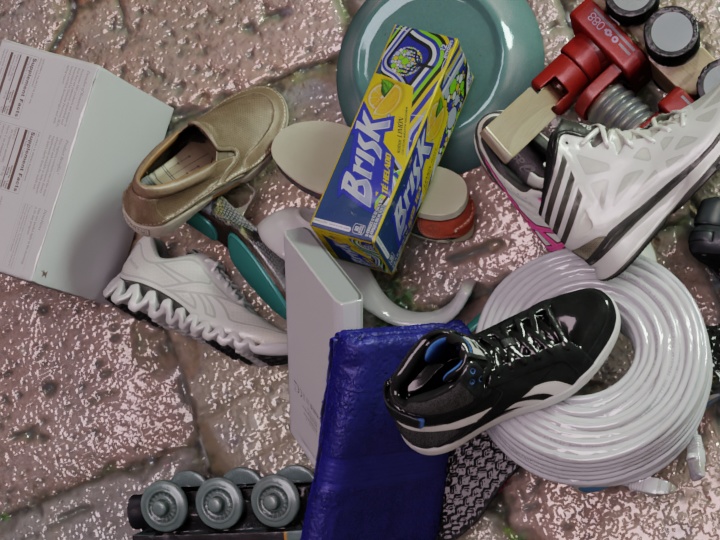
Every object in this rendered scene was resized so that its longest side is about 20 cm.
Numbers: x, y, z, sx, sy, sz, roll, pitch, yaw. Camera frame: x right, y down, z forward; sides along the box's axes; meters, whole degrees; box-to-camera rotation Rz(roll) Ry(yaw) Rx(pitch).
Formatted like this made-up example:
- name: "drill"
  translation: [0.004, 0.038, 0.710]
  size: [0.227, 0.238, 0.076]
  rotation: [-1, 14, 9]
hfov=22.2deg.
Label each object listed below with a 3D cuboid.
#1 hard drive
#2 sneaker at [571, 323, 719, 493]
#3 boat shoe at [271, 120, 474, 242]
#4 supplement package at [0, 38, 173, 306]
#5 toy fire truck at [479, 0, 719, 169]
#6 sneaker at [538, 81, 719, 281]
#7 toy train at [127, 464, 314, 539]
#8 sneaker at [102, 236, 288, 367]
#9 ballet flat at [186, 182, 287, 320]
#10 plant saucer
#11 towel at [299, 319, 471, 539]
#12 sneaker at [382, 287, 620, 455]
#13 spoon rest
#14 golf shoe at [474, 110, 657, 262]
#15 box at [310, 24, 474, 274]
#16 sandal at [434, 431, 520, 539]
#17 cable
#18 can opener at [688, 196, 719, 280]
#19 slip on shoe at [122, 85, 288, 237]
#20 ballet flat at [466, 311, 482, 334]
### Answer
- name: "hard drive"
  translation: [-0.031, 0.082, 1.559]
  size: [0.026, 0.202, 0.132]
  rotation: [-11, 32, -19]
- name: "sneaker"
  translation: [0.248, 0.114, 1.538]
  size: [0.199, 0.073, 0.072]
  rotation: [-34, 61, -4]
- name: "boat shoe"
  translation: [0.011, -0.076, 1.645]
  size: [0.198, 0.063, 0.072]
  rotation: [19, 70, 21]
- name: "supplement package"
  translation: [-0.278, -0.086, 1.695]
  size: [0.110, 0.156, 0.202]
  rotation: [17, 87, 22]
- name: "toy fire truck"
  translation: [0.210, -0.133, 1.537]
  size: [0.200, 0.129, 0.176]
  rotation: [-42, 72, 1]
- name: "sneaker"
  translation: [0.218, -0.101, 1.450]
  size: [0.115, 0.076, 0.201]
  rotation: [40, 95, -4]
- name: "toy train"
  translation: [-0.113, 0.236, 1.632]
  size: [0.198, 0.085, 0.115]
  rotation: [-5, 92, 16]
- name: "sneaker"
  translation: [-0.139, 0.028, 1.678]
  size: [0.199, 0.075, 0.082]
  rotation: [22, 80, 20]
- name: "ballet flat"
  translation: [-0.108, -0.041, 1.681]
  size: [0.200, 0.072, 0.072]
  rotation: [42, 96, 19]
- name: "plant saucer"
  translation: [0.066, -0.186, 1.658]
  size: [0.198, 0.036, 0.202]
  rotation: [-3, 80, 19]
- name: "towel"
  translation: [0.017, 0.139, 1.499]
  size: [0.049, 0.147, 0.202]
  rotation: [25, 110, 43]
- name: "sneaker"
  translation: [0.110, 0.066, 1.412]
  size: [0.199, 0.112, 0.073]
  rotation: [-33, 62, -1]
- name: "spoon rest"
  translation: [0.000, 0.000, 1.627]
  size: [0.198, 0.099, 0.061]
  rotation: [23, 110, 8]
- name: "golf shoe"
  translation: [0.170, -0.056, 1.567]
  size: [0.200, 0.092, 0.073]
  rotation: [43, 95, 10]
- name: "box"
  translation: [0.029, -0.104, 1.576]
  size: [0.064, 0.070, 0.202]
  rotation: [15, 71, 23]
- name: "sandal"
  translation: [0.099, 0.169, 1.586]
  size: [0.200, 0.045, 0.075]
  rotation: [-41, 84, 2]
- name: "cable"
  translation: [0.185, 0.077, 1.491]
  size: [0.198, 0.069, 0.202]
  rotation: [1, 65, 13]
- name: "can opener"
  translation: [0.367, -0.013, 1.512]
  size: [0.198, 0.063, 0.079]
  rotation: [12, 85, 21]
- name: "slip on shoe"
  translation: [-0.137, -0.110, 1.653]
  size: [0.076, 0.061, 0.200]
  rotation: [38, 59, 21]
- name: "ballet flat"
  translation: [0.089, 0.088, 1.593]
  size: [0.199, 0.068, 0.067]
  rotation: [-36, 92, 4]
